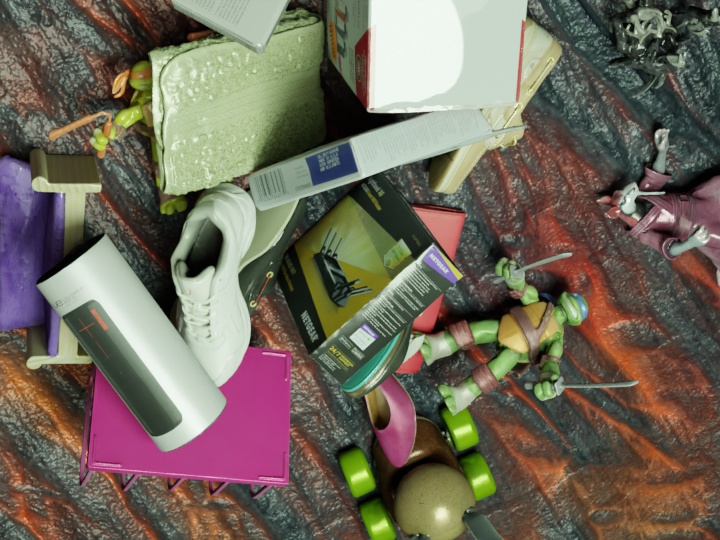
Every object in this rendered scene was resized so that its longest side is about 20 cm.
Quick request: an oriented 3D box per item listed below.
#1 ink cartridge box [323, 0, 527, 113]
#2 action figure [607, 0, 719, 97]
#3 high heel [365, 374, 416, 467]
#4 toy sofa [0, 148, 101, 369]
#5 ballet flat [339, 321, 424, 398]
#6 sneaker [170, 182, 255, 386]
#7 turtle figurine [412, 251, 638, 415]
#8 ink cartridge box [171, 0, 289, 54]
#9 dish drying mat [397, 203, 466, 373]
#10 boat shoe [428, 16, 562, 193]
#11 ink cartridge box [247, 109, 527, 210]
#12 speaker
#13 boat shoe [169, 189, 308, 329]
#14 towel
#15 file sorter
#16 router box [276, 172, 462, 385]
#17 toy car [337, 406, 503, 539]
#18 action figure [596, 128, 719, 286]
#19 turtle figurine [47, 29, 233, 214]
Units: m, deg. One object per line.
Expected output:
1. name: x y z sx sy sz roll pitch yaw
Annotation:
1. ink cartridge box: 0.052 -0.245 1.060 0.143 0.200 0.147 -5 115 -11
2. action figure: 0.308 -0.269 1.181 0.118 0.102 0.202 -19 118 -20
3. high heel: 0.002 0.128 1.259 0.095 0.067 0.202 -17 109 -33
4. toy sofa: -0.307 -0.011 1.133 0.096 0.083 0.202 1 115 -18
5. ballet flat: 0.040 0.048 1.214 0.068 0.068 0.202 35 69 -41
6. sneaker: -0.152 0.020 1.112 0.077 0.099 0.202 5 102 13
7. turtle figurine: 0.162 0.069 1.257 0.192 0.200 0.145 -27 108 1
8. ink cartridge box: -0.119 -0.323 1.030 0.175 0.045 0.201 28 89 -5
9. dish drying mat: 0.057 0.022 1.294 0.076 0.018 0.202 7 112 -18
10. boat shoe: 0.141 -0.160 1.198 0.069 0.074 0.201 25 106 -20
11. ink cartridge box: 0.022 -0.114 1.101 0.199 0.199 0.041 -20 95 -33
12. speaker: -0.212 0.066 1.081 0.081 0.081 0.201 -33 105 1
13. boat shoe: -0.117 -0.010 1.202 0.063 0.074 0.202 26 102 -49
14. towel: -0.111 -0.159 1.103 0.199 0.036 0.150 -24 127 -35
15. file sorter: -0.185 0.158 1.206 0.198 0.140 0.125 8 155 -18
16. router box: 0.000 0.000 1.161 0.157 0.200 0.052 -42 119 6
17. toy car: 0.086 0.273 1.319 0.163 0.200 0.159 -23 119 -4
18. action figure: 0.360 -0.066 1.316 0.198 0.135 0.149 5 157 -5
19. turtle figurine: -0.194 -0.135 1.113 0.199 0.064 0.162 -36 131 -20
